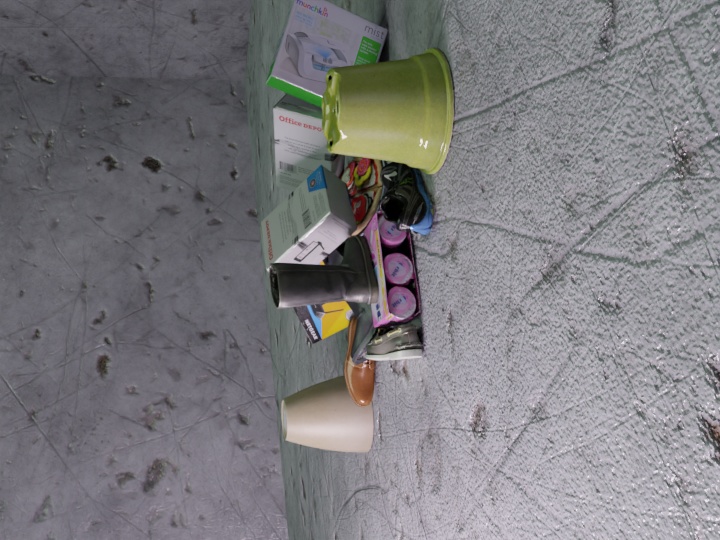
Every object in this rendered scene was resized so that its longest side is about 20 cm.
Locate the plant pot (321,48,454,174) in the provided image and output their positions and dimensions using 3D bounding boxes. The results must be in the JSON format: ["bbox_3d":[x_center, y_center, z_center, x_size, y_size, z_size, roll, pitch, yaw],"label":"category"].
[{"bbox_3d":[0.034,-0.259,1.184,0.200,0.179,0.207,177,90,-75],"label":"plant pot"}]

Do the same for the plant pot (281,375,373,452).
[{"bbox_3d":[-0.086,0.346,1.717,0.187,0.194,0.194,177,90,-75],"label":"plant pot"}]

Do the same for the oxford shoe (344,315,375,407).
[{"bbox_3d":[0.004,0.199,1.602,0.071,0.069,0.207,159,109,-69],"label":"oxford shoe"}]

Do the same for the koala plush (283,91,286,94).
[{"bbox_3d":[-0.056,-0.370,1.633,0.198,0.180,0.183,18,118,52],"label":"koala plush"}]

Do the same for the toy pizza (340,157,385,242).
[{"bbox_3d":[-0.011,-0.161,1.525,0.199,0.031,0.206,-33,50,49],"label":"toy pizza"}]

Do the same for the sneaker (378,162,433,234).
[{"bbox_3d":[0.068,-0.133,1.270,0.202,0.080,0.072,-110,23,-50],"label":"sneaker"}]

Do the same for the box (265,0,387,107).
[{"bbox_3d":[-0.068,-0.425,1.439,0.096,0.195,0.181,-166,95,-74],"label":"box"}]

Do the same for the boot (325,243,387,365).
[{"bbox_3d":[-0.020,0.069,1.512,0.201,0.065,0.167,50,126,27],"label":"boot"}]

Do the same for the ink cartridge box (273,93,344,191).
[{"bbox_3d":[-0.110,-0.271,1.581,0.084,0.141,0.204,-59,-20,-44],"label":"ink cartridge box"}]

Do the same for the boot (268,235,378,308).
[{"bbox_3d":[-0.075,0.001,1.356,0.184,0.194,0.074,-109,20,-49],"label":"boot"}]

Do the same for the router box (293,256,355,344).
[{"bbox_3d":[-0.086,0.049,1.626,0.203,0.146,0.051,64,180,-33],"label":"router box"}]

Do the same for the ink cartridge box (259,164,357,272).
[{"bbox_3d":[-0.112,-0.093,1.507,0.199,0.083,0.149,-39,43,26],"label":"ink cartridge box"}]

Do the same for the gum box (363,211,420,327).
[{"bbox_3d":[0.057,0.004,1.361,0.114,0.064,0.206,129,137,-70],"label":"gum box"}]

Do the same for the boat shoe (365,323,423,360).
[{"bbox_3d":[0.060,0.138,1.370,0.201,0.070,0.062,159,108,-68],"label":"boat shoe"}]
